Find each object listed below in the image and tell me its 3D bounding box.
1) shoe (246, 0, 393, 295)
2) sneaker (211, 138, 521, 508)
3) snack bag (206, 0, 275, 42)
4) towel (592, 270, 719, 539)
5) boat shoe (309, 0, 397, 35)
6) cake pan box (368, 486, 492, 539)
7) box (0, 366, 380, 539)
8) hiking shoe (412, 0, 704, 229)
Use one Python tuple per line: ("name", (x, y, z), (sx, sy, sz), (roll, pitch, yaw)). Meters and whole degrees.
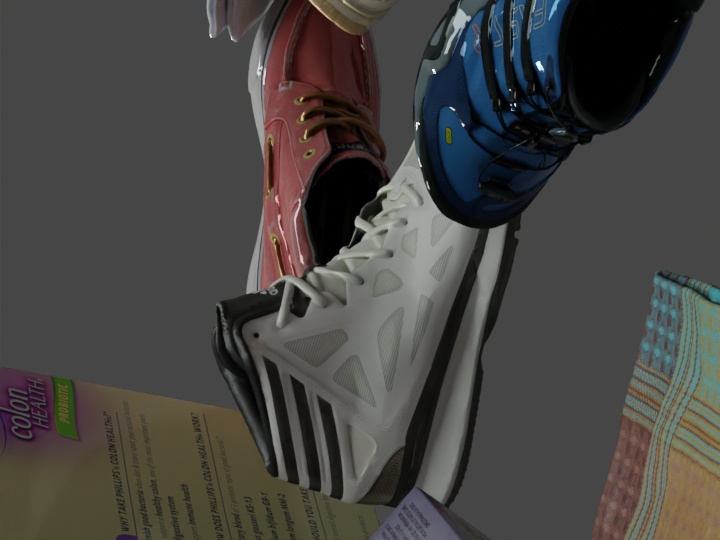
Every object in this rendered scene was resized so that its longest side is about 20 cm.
("shoe", (-0.012, -0.060, 1.331), (0.091, 0.071, 0.202), (152, 125, -64))
("sneaker", (0.000, 0.000, 1.154), (0.076, 0.115, 0.202), (168, 114, -72))
("snack bag", (-0.028, -0.242, 1.373), (0.189, 0.021, 0.201), (-51, -28, -54))
("towel", (0.118, 0.082, 0.867), (0.200, 0.022, 0.148), (-150, 73, -73))
("boat shoe", (0.021, -0.203, 1.328), (0.069, 0.074, 0.201), (-32, 35, 36))
("cake pan box", (0.002, 0.191, 0.998), (0.184, 0.052, 0.200), (-51, 19, 3))
("box", (-0.094, 0.141, 1.226), (0.176, 0.199, 0.097), (-110, 36, -60))
("hiking shoe", (0.073, -0.078, 1.037), (0.087, 0.074, 0.201), (-93, 22, -44))
